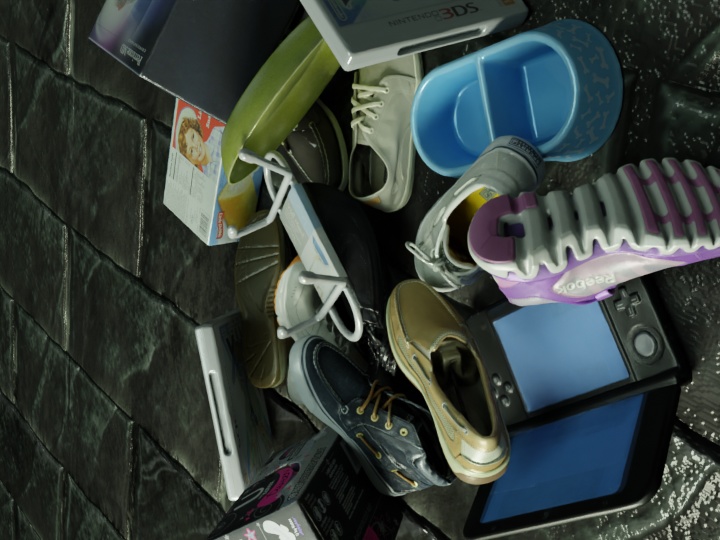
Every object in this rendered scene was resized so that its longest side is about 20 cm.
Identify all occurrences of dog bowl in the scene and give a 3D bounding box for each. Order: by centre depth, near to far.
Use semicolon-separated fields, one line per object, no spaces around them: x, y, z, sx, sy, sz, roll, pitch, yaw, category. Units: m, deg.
0.119;-0.136;0.713;0.198;0.049;0.114;-9;92;49;dog bowl

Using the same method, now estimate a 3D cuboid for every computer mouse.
0.000;0.000;0.843;0.138;0.052;0.203;157;89;-82;computer mouse

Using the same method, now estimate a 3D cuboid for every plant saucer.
-0.067;-0.166;0.781;0.031;0.201;0.200;38;132;-1;plant saucer

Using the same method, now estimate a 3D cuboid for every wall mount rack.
-0.064;-0.025;0.773;0.202;0.074;0.174;62;156;13;wall mount rack

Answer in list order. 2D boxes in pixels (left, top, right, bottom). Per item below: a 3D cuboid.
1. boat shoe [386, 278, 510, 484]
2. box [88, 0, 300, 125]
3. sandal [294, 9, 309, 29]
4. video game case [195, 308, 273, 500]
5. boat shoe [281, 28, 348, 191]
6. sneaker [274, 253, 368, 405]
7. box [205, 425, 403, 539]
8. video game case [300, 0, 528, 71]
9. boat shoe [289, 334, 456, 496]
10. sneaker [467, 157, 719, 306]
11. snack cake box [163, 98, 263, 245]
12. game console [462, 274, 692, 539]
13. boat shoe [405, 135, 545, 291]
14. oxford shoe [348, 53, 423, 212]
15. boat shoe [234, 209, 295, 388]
0.074;0.072;0.712;0.077;0.070;0.202;83;164;-49;boat shoe
-0.161;-0.278;0.864;0.199;0.122;0.201;37;101;51;box
-0.020;-0.261;0.824;0.054;0.082;0.201;35;140;1;sandal
-0.140;0.144;0.987;0.200;0.022;0.186;-45;-56;-87;video game case
-0.076;-0.169;0.917;0.072;0.060;0.204;-39;70;45;boat shoe
-0.032;0.070;0.914;0.091;0.076;0.203;17;131;28;sneaker
-0.050;0.255;0.847;0.113;0.200;0.134;-28;94;16;box
0.017;-0.261;0.700;0.202;0.180;0.022;59;151;19;video game case
0.018;0.137;0.847;0.090;0.071;0.201;-21;113;42;boat shoe
0.181;-0.018;0.624;0.196;0.089;0.082;-9;48;14;sneaker
-0.171;-0.148;1.026;0.115;0.066;0.203;39;126;38;snack cake box
0.148;0.099;0.687;0.199;0.115;0.179;-32;76;47;game console
0.084;-0.022;0.722;0.074;0.086;0.202;38;146;1;boat shoe
0.018;-0.155;0.818;0.074;0.057;0.205;15;109;47;oxford shoe
-0.099;0.034;0.989;0.071;0.066;0.205;-13;73;33;boat shoe
